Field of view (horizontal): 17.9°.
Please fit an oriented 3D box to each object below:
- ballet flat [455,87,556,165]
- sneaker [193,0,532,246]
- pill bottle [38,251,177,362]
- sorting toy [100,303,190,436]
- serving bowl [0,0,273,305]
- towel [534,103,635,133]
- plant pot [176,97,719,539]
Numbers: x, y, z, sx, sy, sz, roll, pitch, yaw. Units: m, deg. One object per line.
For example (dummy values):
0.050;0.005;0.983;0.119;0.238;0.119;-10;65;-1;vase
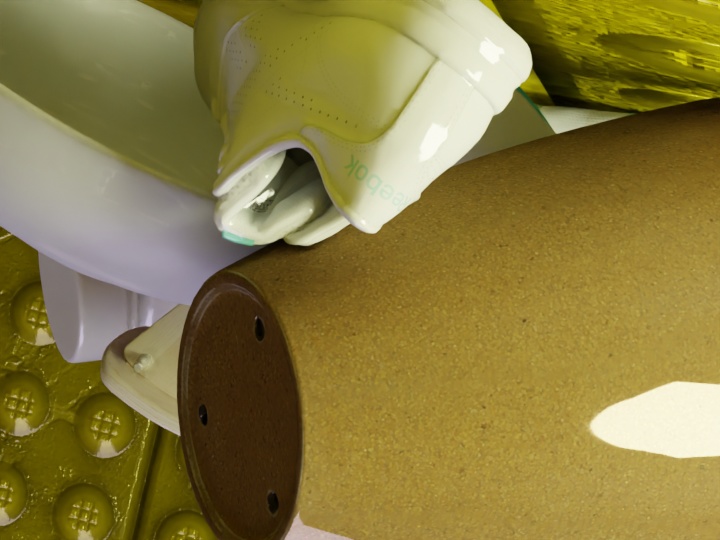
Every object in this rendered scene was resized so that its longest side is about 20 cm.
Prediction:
0.060;-0.002;0.909;0.069;0.070;0.200;13;150;34;ballet flat
-0.024;-0.046;0.738;0.075;0.089;0.200;34;170;-18;sneaker
-0.071;-0.012;1.265;0.199;0.115;0.114;-8;-174;-20;pill bottle
0.000;0.000;1.081;0.107;0.200;0.180;50;-162;-9;sorting toy
-0.089;-0.042;0.846;0.199;0.066;0.200;25;-162;-9;serving bowl
0.155;0.003;0.944;0.199;0.031;0.150;13;142;28;towel
0.047;0.039;0.766;0.199;0.188;0.186;-4;-172;-30;plant pot
